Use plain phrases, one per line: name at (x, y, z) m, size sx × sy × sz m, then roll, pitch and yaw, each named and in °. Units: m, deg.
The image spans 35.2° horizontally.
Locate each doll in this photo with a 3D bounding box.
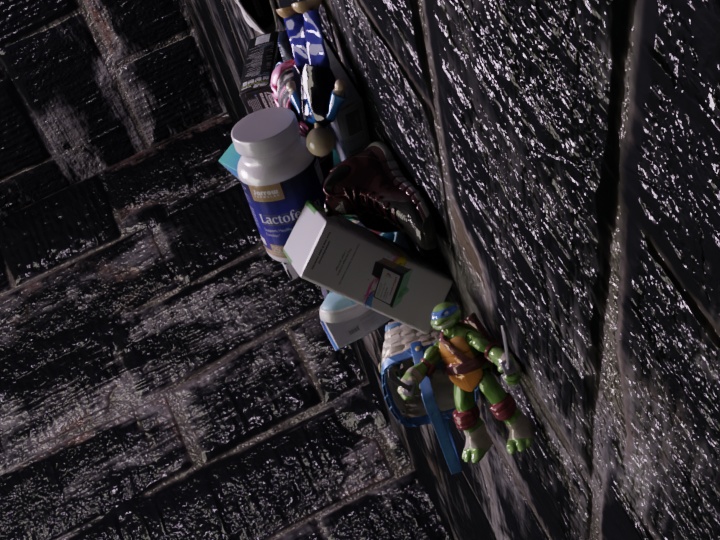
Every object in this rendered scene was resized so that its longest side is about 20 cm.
doll at (-0.065, -0.254, 1.516) m, size 0.136 × 0.048 × 0.203 m, roll 3°, pitch 106°, yaw 56°

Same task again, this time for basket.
basket at (0.103, 0.174, 1.653) m, size 0.201 × 0.138 × 0.177 m, roll -108°, pitch -1°, yaw -50°

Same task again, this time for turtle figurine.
turtle figurine at (0.125, 0.148, 1.366) m, size 0.195 × 0.143 × 0.200 m, roll 62°, pitch 178°, yaw -16°

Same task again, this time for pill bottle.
pill bottle at (-0.108, -0.121, 1.610) m, size 0.116 × 0.115 × 0.202 m, roll -125°, pitch 14°, yaw -56°

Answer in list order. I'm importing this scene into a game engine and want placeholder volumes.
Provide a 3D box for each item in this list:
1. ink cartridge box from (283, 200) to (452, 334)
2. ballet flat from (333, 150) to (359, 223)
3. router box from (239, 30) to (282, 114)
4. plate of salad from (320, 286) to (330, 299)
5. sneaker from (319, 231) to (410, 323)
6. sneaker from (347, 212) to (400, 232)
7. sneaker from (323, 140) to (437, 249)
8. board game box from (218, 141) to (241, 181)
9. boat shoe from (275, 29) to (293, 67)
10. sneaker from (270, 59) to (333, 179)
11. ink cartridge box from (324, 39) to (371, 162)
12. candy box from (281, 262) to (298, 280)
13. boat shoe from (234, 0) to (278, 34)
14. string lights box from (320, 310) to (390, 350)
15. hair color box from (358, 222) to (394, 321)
ink cartridge box at (0.009, -0.005, 1.538) m, size 0.198 × 0.085 × 0.145 m, roll 25°, pitch -173°, yaw -18°
ballet flat at (-0.021, -0.151, 1.830) m, size 0.064 × 0.075 × 0.201 m, roll 23°, pitch -145°, yaw -49°
router box at (-0.130, -0.268, 1.879) m, size 0.151 × 0.061 × 0.201 m, roll -87°, pitch -21°, yaw -45°
plate of salad at (-0.016, -0.028, 1.915) m, size 0.200 × 0.048 × 0.203 m, roll -23°, pitch -64°, yaw -61°
sneaker at (0.000, 0.000, 1.663) m, size 0.073 × 0.200 × 0.083 m, roll 2°, pitch 121°, yaw 39°
sneaker at (0.030, -0.095, 1.635) m, size 0.082 × 0.072 × 0.200 m, roll 18°, pitch -174°, yaw -30°
sneaker at (0.016, -0.079, 1.465) m, size 0.201 × 0.114 × 0.076 m, roll -121°, pitch 13°, yaw -45°
board game box at (-0.125, -0.124, 1.815) m, size 0.152 × 0.045 × 0.199 m, roll 42°, pitch 173°, yaw -36°
boat shoe at (-0.098, -0.277, 1.765) m, size 0.085 × 0.068 × 0.201 m, roll -73°, pitch -29°, yaw -50°
sneaker at (-0.078, -0.199, 1.648) m, size 0.096 × 0.078 × 0.202 m, roll -124°, pitch 15°, yaw -55°
ink cartridge box at (-0.048, -0.257, 1.638) m, size 0.201 × 0.047 × 0.161 m, roll 59°, pitch 172°, yaw 29°
candy box at (-0.094, -0.105, 2.077) m, size 0.072 × 0.166 × 0.201 m, roll 57°, pitch 170°, yaw 50°
boat shoe at (-0.188, -0.472, 1.867) m, size 0.066 × 0.071 × 0.201 m, roll 50°, pitch 166°, yaw 49°
string lights box at (-0.007, 0.078, 1.798) m, size 0.059 × 0.102 × 0.200 m, roll 60°, pitch 175°, yaw 3°
hair color box at (0.055, 0.017, 1.798) m, size 0.111 × 0.063 × 0.201 m, roll 71°, pitch 173°, yaw -54°
